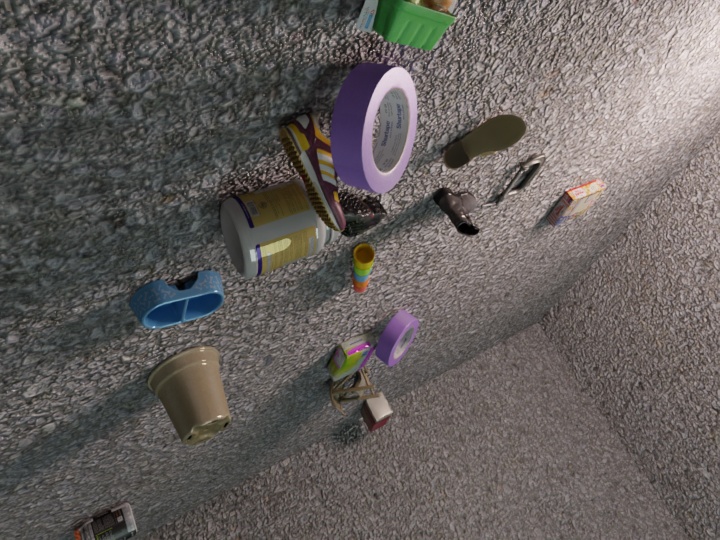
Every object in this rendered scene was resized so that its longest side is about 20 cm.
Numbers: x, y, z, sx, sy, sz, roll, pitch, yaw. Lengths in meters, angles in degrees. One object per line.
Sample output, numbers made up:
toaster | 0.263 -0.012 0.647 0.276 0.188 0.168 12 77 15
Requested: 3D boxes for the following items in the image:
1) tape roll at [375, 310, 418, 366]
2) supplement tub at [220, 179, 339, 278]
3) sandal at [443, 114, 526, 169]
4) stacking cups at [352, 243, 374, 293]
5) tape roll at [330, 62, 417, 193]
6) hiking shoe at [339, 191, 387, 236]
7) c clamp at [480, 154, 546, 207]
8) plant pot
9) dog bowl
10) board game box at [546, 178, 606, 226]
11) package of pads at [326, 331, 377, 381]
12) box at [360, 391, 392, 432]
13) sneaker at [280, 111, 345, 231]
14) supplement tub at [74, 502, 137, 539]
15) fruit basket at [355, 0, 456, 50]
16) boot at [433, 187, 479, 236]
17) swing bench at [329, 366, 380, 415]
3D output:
tape roll | 0.137 0.253 1.983 0.200 0.065 0.204 -45 154 -29
supplement tub | -0.150 -0.085 0.996 0.194 0.148 0.147 -20 154 -26
sandal | 0.287 -0.306 1.266 0.206 0.080 0.070 -27 -172 1
stacking cups | 0.000 0.000 1.465 0.059 0.062 0.202 -24 159 -17
tape roll | 0.027 -0.240 0.904 0.199 0.064 0.207 -41 139 -48
hiking shoe | -0.020 -0.113 1.194 0.197 0.077 0.101 -1 137 -52
c clamp | 0.470 -0.265 1.591 0.166 0.028 0.202 -14 150 -37
plant pot | -0.427 0.334 1.371 0.195 0.187 0.202 -26 156 -13
dog bowl | -0.373 0.064 1.107 0.195 0.050 0.113 -15 150 -37
board game box | 0.822 -0.257 2.024 0.195 0.047 0.153 -20 152 -28
package of pads | -0.036 0.327 1.992 0.150 0.069 0.203 -18 151 -32
box | 0.084 0.769 2.883 0.106 0.130 0.203 -20 152 -22
sneaker | -0.058 -0.170 0.918 0.089 0.205 0.074 -32 -161 -17
supplement tub | -0.936 0.958 1.953 0.195 0.125 0.124 -16 152 -32
fruit basket | 0.089 -0.433 0.759 0.181 0.094 0.205 -11 132 -41
boot | 0.282 -0.147 1.441 0.196 0.134 0.070 -3 144 -48
swing bench | -0.035 0.500 2.247 0.194 0.133 0.200 -25 156 -3
